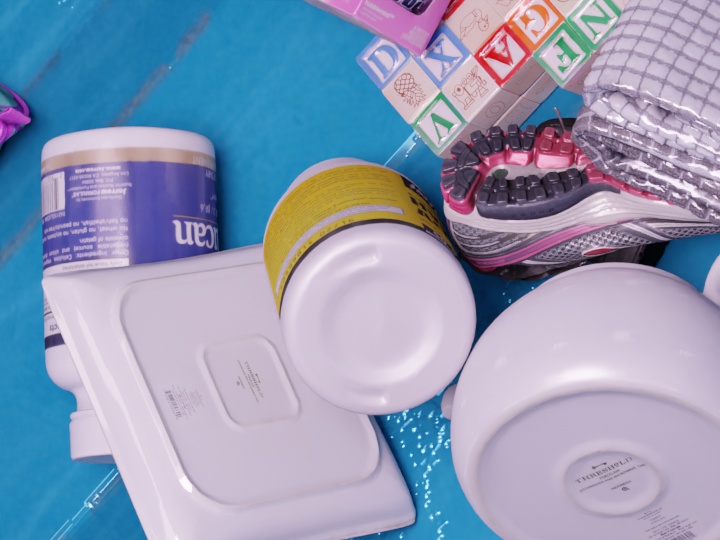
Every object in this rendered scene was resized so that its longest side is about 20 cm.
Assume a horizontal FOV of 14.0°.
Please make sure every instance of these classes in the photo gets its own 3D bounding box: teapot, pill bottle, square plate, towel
[{"bbox_3d":[0.147,0.063,1.665,0.199,0.198,0.147,7,46,2],"label":"teapot"},{"bbox_3d":[0.000,0.000,1.714,0.111,0.200,0.112,-2,109,-7],"label":"pill bottle"},{"bbox_3d":[-0.071,0.074,1.750,0.028,0.197,0.201,-42,65,43],"label":"square plate"},{"bbox_3d":[-0.143,0.017,1.837,0.111,0.111,0.201,-6,82,26],"label":"pill bottle"},{"bbox_3d":[0.233,-0.095,1.609,0.199,0.086,0.166,25,52,10],"label":"towel"}]

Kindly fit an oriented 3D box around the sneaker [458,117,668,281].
[{"bbox_3d":[0.146,-0.071,1.728,0.104,0.060,0.201,29,101,22],"label":"sneaker"}]

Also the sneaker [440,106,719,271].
[{"bbox_3d":[0.147,-0.043,1.665,0.199,0.075,0.081,-1,48,9],"label":"sneaker"}]

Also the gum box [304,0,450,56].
[{"bbox_3d":[-0.009,-0.216,1.780,0.200,0.066,0.114,30,93,47],"label":"gum box"}]

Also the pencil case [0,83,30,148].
[{"bbox_3d":[-0.298,-0.040,1.938,0.092,0.085,0.201,39,103,41],"label":"pencil case"}]

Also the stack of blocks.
[{"bbox_3d":[0.107,-0.154,1.757,0.200,0.058,0.115,-46,65,15],"label":"stack of blocks"}]
